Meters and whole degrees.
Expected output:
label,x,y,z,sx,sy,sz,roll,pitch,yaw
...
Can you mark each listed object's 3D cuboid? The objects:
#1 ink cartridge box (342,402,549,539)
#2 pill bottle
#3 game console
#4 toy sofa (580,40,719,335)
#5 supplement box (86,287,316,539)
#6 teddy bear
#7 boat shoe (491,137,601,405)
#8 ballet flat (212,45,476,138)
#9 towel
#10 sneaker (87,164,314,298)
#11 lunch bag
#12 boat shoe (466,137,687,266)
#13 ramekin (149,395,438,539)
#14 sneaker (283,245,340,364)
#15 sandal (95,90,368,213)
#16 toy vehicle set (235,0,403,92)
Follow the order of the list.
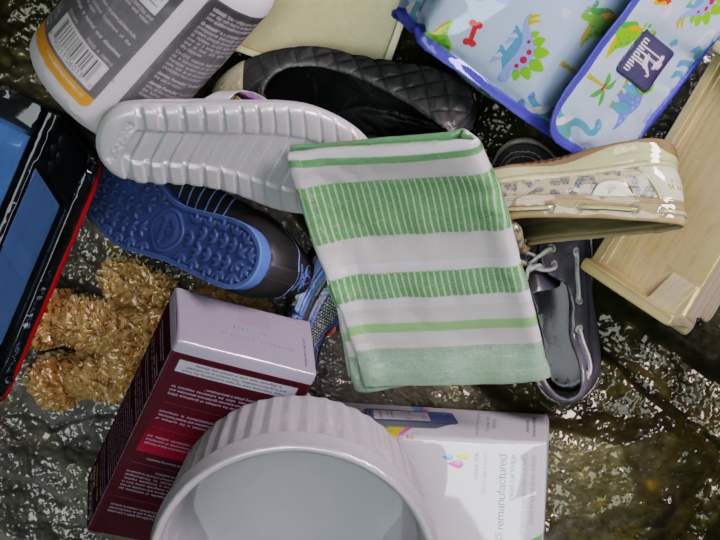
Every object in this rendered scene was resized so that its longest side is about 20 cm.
label,x,y,z,sx,sy,sz,roll,pitch,yaw
ink cartridge box,0.039,0.181,1.478,0.199,0.088,0.146,3,102,5
pill bottle,-0.132,-0.192,1.389,0.116,0.116,0.200,44,110,-5
game console,-0.292,-0.033,1.448,0.118,0.172,0.201,18,103,-27
toy sofa,0.252,-0.059,1.431,0.083,0.097,0.201,34,102,22
supplement box,-0.118,0.115,1.439,0.108,0.061,0.201,15,125,-19
teddy bear,-0.163,0.056,1.478,0.199,0.067,0.146,10,103,2
boat shoe,0.138,0.003,1.450,0.072,0.063,0.201,-11,98,8
ballet flat,-0.015,-0.121,1.408,0.199,0.057,0.067,4,118,17
towel,0.039,-0.003,1.380,0.152,0.023,0.201,-4,120,22
sneaker,-0.120,-0.030,1.439,0.200,0.078,0.070,32,98,36
lunch bag,0.152,-0.183,1.391,0.200,0.128,0.170,34,100,-21
boat shoe,0.128,-0.039,1.384,0.199,0.073,0.063,-15,73,17
ramekin,-0.044,0.181,1.372,0.199,0.105,0.201,0,116,1
sneaker,0.000,0.000,1.455,0.078,0.075,0.201,27,103,-5
sandal,-0.084,-0.093,1.390,0.201,0.050,0.083,9,120,-14
toy vehicle set,-0.012,-0.238,1.433,0.124,0.027,0.201,20,101,0
